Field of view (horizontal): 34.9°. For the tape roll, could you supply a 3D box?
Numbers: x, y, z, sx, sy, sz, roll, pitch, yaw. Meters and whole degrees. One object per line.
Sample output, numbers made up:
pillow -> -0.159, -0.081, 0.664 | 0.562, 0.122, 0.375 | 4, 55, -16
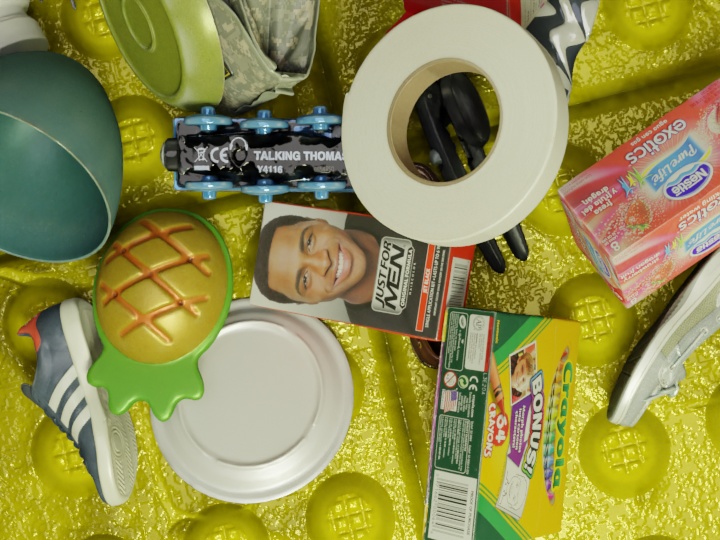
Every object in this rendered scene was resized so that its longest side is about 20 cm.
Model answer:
tape roll -> 0.077, -0.123, 0.971 | 0.199, 0.037, 0.207 | -3, 84, 27

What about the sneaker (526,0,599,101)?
sneaker -> 0.140, -0.191, 1.092 | 0.127, 0.079, 0.202 | 18, 90, 5

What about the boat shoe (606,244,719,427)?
boat shoe -> 0.306, 0.068, 1.080 | 0.064, 0.074, 0.203 | 36, 83, 7

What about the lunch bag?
lunch bag -> -0.107, -0.250, 1.052 | 0.116, 0.163, 0.204 | -4, 88, -26

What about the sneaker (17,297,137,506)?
sneaker -> -0.278, 0.133, 1.108 | 0.083, 0.075, 0.203 | -17, 82, 9

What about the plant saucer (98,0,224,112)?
plant saucer -> -0.193, -0.232, 1.050 | 0.031, 0.200, 0.202 | -30, 87, -25

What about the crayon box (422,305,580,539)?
crayon box -> 0.132, 0.140, 1.036 | 0.058, 0.171, 0.204 | 5, 89, 37

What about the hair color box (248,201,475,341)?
hair color box -> 0.000, 0.000, 1.052 | 0.197, 0.061, 0.104 | 8, 89, 28

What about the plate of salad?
plate of salad -> -0.104, 0.125, 1.104 | 0.196, 0.048, 0.204 | -1, 67, 2

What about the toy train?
toy train -> -0.086, -0.109, 1.080 | 0.196, 0.114, 0.088 | 0, 95, 2

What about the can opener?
can opener -> 0.105, -0.093, 1.100 | 0.062, 0.079, 0.203 | -20, 98, 0

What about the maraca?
maraca -> -0.190, 0.038, 1.077 | 0.134, 0.107, 0.204 | 6, 75, 10

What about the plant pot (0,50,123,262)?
plant pot -> -0.303, -0.124, 1.070 | 0.197, 0.202, 0.136 | 15, 52, 3

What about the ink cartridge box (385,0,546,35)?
ink cartridge box -> 0.115, -0.280, 1.044 | 0.115, 0.068, 0.201 | 24, 60, 24

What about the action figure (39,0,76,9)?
action figure -> -0.269, -0.359, 1.104 | 0.117, 0.103, 0.201 | 11, 130, -23

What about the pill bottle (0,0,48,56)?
pill bottle -> -0.389, -0.282, 1.098 | 0.115, 0.116, 0.202 | -31, 87, 1

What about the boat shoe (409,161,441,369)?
boat shoe -> 0.067, -0.006, 1.094 | 0.071, 0.068, 0.204 | -9, 88, 2

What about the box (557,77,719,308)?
box -> 0.294, -0.073, 1.055 | 0.198, 0.103, 0.095 | -34, 55, 0
